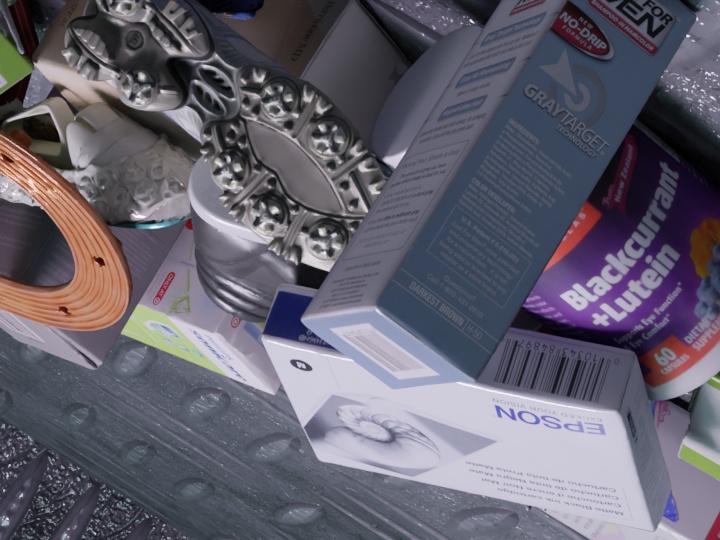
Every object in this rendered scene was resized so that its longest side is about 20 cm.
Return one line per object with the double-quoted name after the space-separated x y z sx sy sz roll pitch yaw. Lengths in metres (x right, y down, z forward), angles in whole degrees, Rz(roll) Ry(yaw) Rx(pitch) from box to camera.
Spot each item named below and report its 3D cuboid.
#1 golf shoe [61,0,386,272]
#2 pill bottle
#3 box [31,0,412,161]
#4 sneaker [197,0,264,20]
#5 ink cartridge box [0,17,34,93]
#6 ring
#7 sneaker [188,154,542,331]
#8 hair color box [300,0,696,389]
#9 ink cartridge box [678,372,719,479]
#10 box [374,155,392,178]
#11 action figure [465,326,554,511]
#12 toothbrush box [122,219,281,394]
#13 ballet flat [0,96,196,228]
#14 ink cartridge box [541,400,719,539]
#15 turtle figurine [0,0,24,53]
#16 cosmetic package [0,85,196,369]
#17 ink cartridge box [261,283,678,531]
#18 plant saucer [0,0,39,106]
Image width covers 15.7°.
-0.053 -0.080 1.311 0.200 0.078 0.097 44 -165 6 "golf shoe"
0.106 -0.032 1.309 0.200 0.112 0.111 37 164 -22 "pill bottle"
-0.077 -0.113 1.451 0.200 0.095 0.078 17 159 40 "box"
-0.067 -0.171 1.312 0.078 0.075 0.200 24 174 -8 "sneaker"
-0.281 -0.192 1.471 0.200 0.076 0.148 56 -179 35 "ink cartridge box"
-0.211 -0.037 1.455 0.200 0.019 0.201 25 152 14 "ring"
0.000 0.000 1.390 0.200 0.071 0.099 19 152 -1 "sneaker"
0.062 -0.045 1.178 0.061 0.200 0.099 36 165 -15 "hair color box"
0.259 0.085 1.428 0.148 0.076 0.200 29 166 9 "ink cartridge box"
0.071 -0.030 1.518 0.200 0.044 0.160 28 165 15 "box"
0.084 0.055 1.557 0.134 0.149 0.200 -2 142 8 "action figure"
-0.107 -0.025 1.690 0.200 0.146 0.086 20 162 38 "toothbrush box"
-0.160 -0.065 1.476 0.200 0.072 0.072 9 153 51 "ballet flat"
0.186 0.139 1.755 0.200 0.086 0.148 32 166 5 "ink cartridge box"
-0.184 -0.202 1.364 0.200 0.101 0.150 42 157 21 "turtle figurine"
-0.163 -0.051 1.616 0.090 0.200 0.107 42 164 -33 "cosmetic package"
0.062 0.086 1.386 0.199 0.041 0.200 11 154 21 "ink cartridge box"
-0.246 -0.104 1.639 0.037 0.200 0.200 13 163 3 "plant saucer"
